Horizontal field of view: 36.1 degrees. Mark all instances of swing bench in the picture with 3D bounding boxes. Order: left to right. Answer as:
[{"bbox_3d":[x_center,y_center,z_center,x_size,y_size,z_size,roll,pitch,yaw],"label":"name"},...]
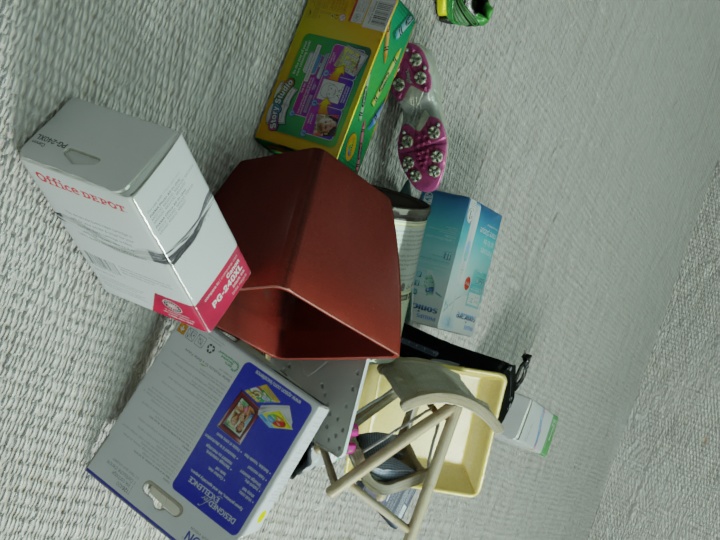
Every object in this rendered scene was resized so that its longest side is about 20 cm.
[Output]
[{"bbox_3d":[0.054,0.206,1.377,0.201,0.129,0.199,-52,-170,1],"label":"swing bench"}]

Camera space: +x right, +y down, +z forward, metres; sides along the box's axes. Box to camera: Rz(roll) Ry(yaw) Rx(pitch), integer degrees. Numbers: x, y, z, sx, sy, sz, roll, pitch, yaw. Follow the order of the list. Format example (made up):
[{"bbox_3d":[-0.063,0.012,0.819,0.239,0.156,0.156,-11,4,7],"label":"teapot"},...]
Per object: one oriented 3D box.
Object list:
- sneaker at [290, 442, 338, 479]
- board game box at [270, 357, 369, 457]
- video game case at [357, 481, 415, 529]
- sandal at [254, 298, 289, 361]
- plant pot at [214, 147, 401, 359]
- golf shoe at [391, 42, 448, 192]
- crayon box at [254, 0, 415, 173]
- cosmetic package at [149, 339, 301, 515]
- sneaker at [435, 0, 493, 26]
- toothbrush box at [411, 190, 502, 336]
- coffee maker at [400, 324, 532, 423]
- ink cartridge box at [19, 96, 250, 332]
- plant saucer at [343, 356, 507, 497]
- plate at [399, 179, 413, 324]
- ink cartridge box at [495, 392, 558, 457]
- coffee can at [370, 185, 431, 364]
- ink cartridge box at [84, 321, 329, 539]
[{"bbox_3d":[-0.062,0.191,1.492,0.139,0.077,0.204,-21,124,-56],"label":"sneaker"},{"bbox_3d":[-0.050,0.094,1.331,0.026,0.199,0.204,8,100,-41],"label":"board game box"},{"bbox_3d":[0.060,0.336,1.856,0.144,0.019,0.201,-61,149,-20],"label":"video game case"},{"bbox_3d":[-0.146,0.116,1.328,0.069,0.077,0.215,23,79,-42],"label":"sandal"},{"bbox_3d":[-0.068,-0.020,1.219,0.199,0.198,0.179,33,63,-42],"label":"plant pot"},{"bbox_3d":[0.090,-0.212,1.508,0.091,0.074,0.204,-37,123,-63],"label":"golf shoe"},{"bbox_3d":[-0.029,-0.220,1.270,0.058,0.117,0.203,29,81,-61],"label":"crayon box"},{"bbox_3d":[-0.155,0.193,1.256,0.073,0.103,0.203,-8,126,-56],"label":"cosmetic package"},{"bbox_3d":[0.150,-0.429,1.503,0.078,0.084,0.202,-46,142,-37],"label":"sneaker"},{"bbox_3d":[0.136,-0.009,1.710,0.146,0.084,0.204,19,86,-62],"label":"toothbrush box"},{"bbox_3d":[0.127,0.170,1.688,0.191,0.198,0.137,-17,123,-55],"label":"coffee maker"},{"bbox_3d":[-0.205,-0.050,1.027,0.084,0.143,0.201,-54,147,-26],"label":"ink cartridge box"},{"bbox_3d":[0.087,0.207,1.537,0.049,0.196,0.203,-86,-174,-67],"label":"plant saucer"},{"bbox_3d":[0.056,-0.026,1.550,0.200,0.025,0.204,179,-90,-89],"label":"plate"},{"bbox_3d":[0.270,0.271,2.058,0.200,0.143,0.089,32,78,-61],"label":"ink cartridge box"},{"bbox_3d":[0.000,0.000,1.419,0.146,0.145,0.204,-8,113,-59],"label":"coffee can"},{"bbox_3d":[-0.161,0.177,1.159,0.202,0.196,0.047,-58,157,-2],"label":"ink cartridge box"}]
